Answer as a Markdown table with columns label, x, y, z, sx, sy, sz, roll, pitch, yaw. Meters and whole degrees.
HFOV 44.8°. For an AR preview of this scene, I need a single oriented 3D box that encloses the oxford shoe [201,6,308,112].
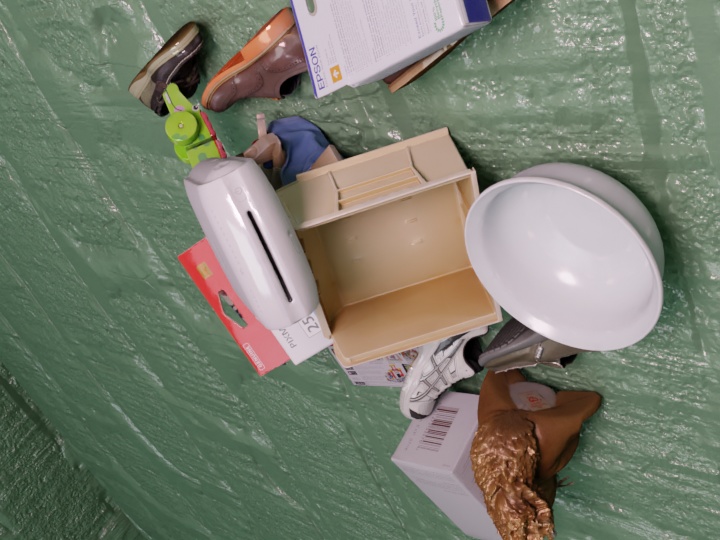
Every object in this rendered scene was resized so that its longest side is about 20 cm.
| label | x | y | z | sx | sy | sz | roll | pitch | yaw |
| --- | --- | --- | --- | --- | --- | --- | --- | --- | --- |
| oxford shoe | -0.115 | -0.211 | 0.974 | 0.073 | 0.072 | 0.199 | 45 | 148 | -16 |

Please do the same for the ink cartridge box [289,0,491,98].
| label | x | y | z | sx | sy | sz | roll | pitch | yaw |
| --- | --- | --- | --- | --- | --- | --- | --- | --- | --- |
| ink cartridge box | 0.007 | -0.267 | 0.728 | 0.199 | 0.040 | 0.203 | -10 | 96 | 52 |

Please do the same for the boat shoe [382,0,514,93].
| label | x | y | z | sx | sy | sz | roll | pitch | yaw |
| --- | --- | --- | --- | --- | --- | --- | --- | --- | --- |
| boat shoe | 0.072 | -0.227 | 0.753 | 0.071 | 0.070 | 0.199 | 50 | 141 | -6 |

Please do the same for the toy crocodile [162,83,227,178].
| label | x | y | z | sx | sy | sz | roll | pitch | yaw |
| --- | --- | --- | --- | --- | --- | --- | --- | --- | --- |
| toy crocodile | -0.176 | -0.128 | 1.003 | 0.068 | 0.061 | 0.202 | 85 | 160 | -68 |

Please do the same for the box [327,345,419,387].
| label | x | y | z | sx | sy | sz | roll | pitch | yaw |
| --- | --- | --- | --- | --- | --- | --- | --- | --- | --- |
| box | 0.034 | 0.114 | 1.233 | 0.198 | 0.035 | 0.111 | -6 | 125 | 50 |

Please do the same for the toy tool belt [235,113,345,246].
| label | x | y | z | sx | sy | sz | roll | pitch | yaw |
| --- | --- | --- | --- | --- | --- | --- | --- | --- | --- |
| toy tool belt | -0.074 | -0.126 | 0.996 | 0.200 | 0.123 | 0.124 | 47 | 145 | 39 |

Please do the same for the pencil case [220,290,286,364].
| label | x | y | z | sx | sy | sz | roll | pitch | yaw |
| --- | --- | --- | --- | --- | --- | --- | --- | --- | --- |
| pencil case | -0.157 | 0.046 | 1.319 | 0.089 | 0.078 | 0.200 | -33 | 105 | 37 |

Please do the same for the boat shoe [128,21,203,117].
| label | x | y | z | sx | sy | sz | roll | pitch | yaw |
| --- | --- | --- | --- | --- | --- | --- | --- | --- | --- |
| boat shoe | -0.224 | -0.240 | 1.063 | 0.065 | 0.073 | 0.199 | 45 | 158 | -16 |

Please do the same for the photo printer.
| label | x | y | z | sx | sy | sz | roll | pitch | yaw |
| --- | --- | --- | --- | --- | --- | --- | --- | --- | --- |
| photo printer | -0.110 | -0.031 | 0.869 | 0.168 | 0.069 | 0.200 | 66 | 168 | -15 |

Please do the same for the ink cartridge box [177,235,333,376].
| label | x | y | z | sx | sy | sz | roll | pitch | yaw |
| --- | --- | --- | --- | --- | --- | --- | --- | --- | --- |
| ink cartridge box | -0.128 | 0.030 | 1.108 | 0.175 | 0.045 | 0.201 | -31 | 99 | 27 |

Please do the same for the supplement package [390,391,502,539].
| label | x | y | z | sx | sy | sz | roll | pitch | yaw |
| --- | --- | --- | --- | --- | --- | --- | --- | --- | --- |
| supplement package | 0.157 | 0.269 | 1.181 | 0.116 | 0.118 | 0.200 | -2 | 137 | 48 |

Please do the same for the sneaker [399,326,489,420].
| label | x | y | z | sx | sy | sz | roll | pitch | yaw |
| --- | --- | --- | --- | --- | --- | --- | --- | --- | --- |
| sneaker | 0.107 | 0.122 | 1.092 | 0.087 | 0.076 | 0.202 | 22 | 128 | 13 |

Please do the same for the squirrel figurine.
| label | x | y | z | sx | sy | sz | roll | pitch | yaw |
| --- | --- | --- | --- | --- | --- | --- | --- | --- | --- |
| squirrel figurine | 0.188 | 0.240 | 1.041 | 0.140 | 0.200 | 0.190 | 15 | 119 | 25 |

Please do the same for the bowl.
| label | x | y | z | sx | sy | sz | roll | pitch | yaw |
| --- | --- | --- | --- | --- | --- | --- | --- | --- | --- |
| bowl | 0.204 | -0.028 | 0.824 | 0.199 | 0.091 | 0.203 | 29 | 146 | 22 |

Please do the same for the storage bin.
| label | x | y | z | sx | sy | sz | roll | pitch | yaw |
| --- | --- | --- | --- | --- | --- | --- | --- | --- | --- |
| storage bin | 0.031 | -0.019 | 0.922 | 0.094 | 0.195 | 0.202 | -106 | -2 | -50 |

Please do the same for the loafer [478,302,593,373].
| label | x | y | z | sx | sy | sz | roll | pitch | yaw |
| --- | --- | --- | --- | --- | --- | --- | --- | --- | --- |
| loafer | 0.205 | 0.085 | 0.973 | 0.070 | 0.075 | 0.200 | 49 | 148 | -5 |
